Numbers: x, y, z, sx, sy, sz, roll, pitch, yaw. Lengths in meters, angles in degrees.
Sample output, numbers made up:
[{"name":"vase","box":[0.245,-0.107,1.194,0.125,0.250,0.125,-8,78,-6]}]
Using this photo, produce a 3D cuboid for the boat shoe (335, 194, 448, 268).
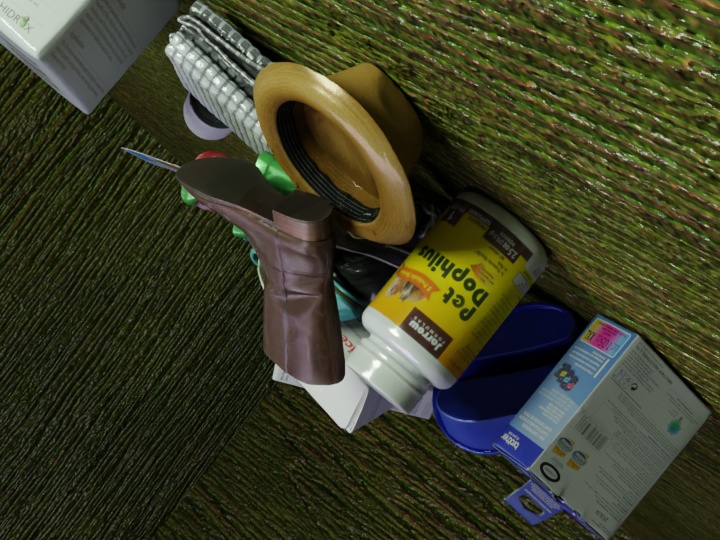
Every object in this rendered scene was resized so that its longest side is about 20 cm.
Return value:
[{"name":"boat shoe","box":[0.048,-0.039,1.196,0.198,0.073,0.063,9,172,-30]}]

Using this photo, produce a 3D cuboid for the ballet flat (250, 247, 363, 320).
[{"name":"ballet flat","box":[-0.064,0.017,1.314,0.067,0.070,0.200,43,-179,-39]}]

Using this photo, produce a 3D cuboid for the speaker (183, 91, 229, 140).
[{"name":"speaker","box":[-0.189,-0.216,1.599,0.081,0.081,0.200,41,174,-9]}]

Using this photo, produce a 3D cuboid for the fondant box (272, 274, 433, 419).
[{"name":"fondant box","box":[0.004,0.085,1.488,0.198,0.145,0.058,16,136,-7]}]

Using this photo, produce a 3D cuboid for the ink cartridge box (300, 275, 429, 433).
[{"name":"ink cartridge box","box":[0.020,0.073,1.402,0.146,0.199,0.084,45,137,22]}]

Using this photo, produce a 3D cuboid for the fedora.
[{"name":"fedora","box":[-0.005,-0.114,1.049,0.200,0.082,0.201,37,158,18]}]

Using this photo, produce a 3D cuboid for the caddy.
[{"name":"caddy","box":[0.168,0.119,1.327,0.105,0.198,0.142,57,-155,-53]}]

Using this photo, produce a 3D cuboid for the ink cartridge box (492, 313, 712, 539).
[{"name":"ink cartridge box","box":[0.226,0.166,1.196,0.136,0.200,0.076,42,174,-25]}]

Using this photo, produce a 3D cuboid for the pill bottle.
[{"name":"pill bottle","box":[0.076,0.033,1.147,0.109,0.200,0.109,38,175,4]}]

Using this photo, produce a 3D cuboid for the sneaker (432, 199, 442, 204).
[{"name":"sneaker","box":[0.100,0.008,1.340,0.079,0.096,0.200,39,175,47]}]

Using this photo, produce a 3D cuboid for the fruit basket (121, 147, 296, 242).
[{"name":"fruit basket","box":[-0.123,-0.072,1.256,0.198,0.095,0.185,13,177,20]}]

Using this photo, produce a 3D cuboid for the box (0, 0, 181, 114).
[{"name":"box","box":[-0.325,-0.310,1.285,0.200,0.172,0.199,40,175,8]}]

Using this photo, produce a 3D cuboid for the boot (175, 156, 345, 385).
[{"name":"boot","box":[-0.092,0.006,1.152,0.186,0.064,0.201,26,137,33]}]

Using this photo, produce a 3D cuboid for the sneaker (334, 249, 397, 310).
[{"name":"sneaker","box":[0.000,0.000,1.345,0.091,0.075,0.200,63,179,-20]}]

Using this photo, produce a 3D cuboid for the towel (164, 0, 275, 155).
[{"name":"towel","box":[-0.117,-0.194,1.291,0.165,0.086,0.200,41,176,3]}]
